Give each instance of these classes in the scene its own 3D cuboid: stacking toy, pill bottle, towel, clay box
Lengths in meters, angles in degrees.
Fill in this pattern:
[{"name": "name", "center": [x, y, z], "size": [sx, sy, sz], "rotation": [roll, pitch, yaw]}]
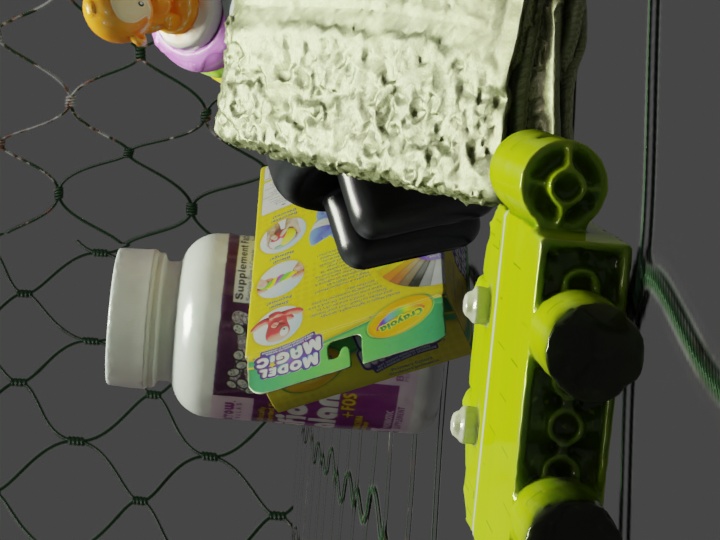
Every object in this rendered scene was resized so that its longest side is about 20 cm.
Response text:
[{"name": "stacking toy", "center": [-0.073, -0.140, 1.035], "size": [0.110, 0.199, 0.117], "rotation": [-40, 72, 32]}, {"name": "pill bottle", "center": [-0.051, 0.037, 1.180], "size": [0.112, 0.198, 0.113], "rotation": [-175, 90, -87]}, {"name": "towel", "center": [0.015, -0.107, 0.807], "size": [0.199, 0.036, 0.150], "rotation": [11, 96, 45]}, {"name": "clay box", "center": [0.000, 0.000, 1.071], "size": [0.201, 0.114, 0.048], "rotation": [-89, -23, -51]}]

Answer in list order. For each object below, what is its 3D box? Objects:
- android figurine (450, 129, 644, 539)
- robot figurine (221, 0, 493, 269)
[{"name": "android figurine", "center": [0.060, 0.042, 0.689], "size": [0.200, 0.041, 0.183], "rotation": [-116, 31, -80]}, {"name": "robot figurine", "center": [0.000, -0.105, 0.933], "size": [0.150, 0.124, 0.201], "rotation": [-28, 71, 36]}]
